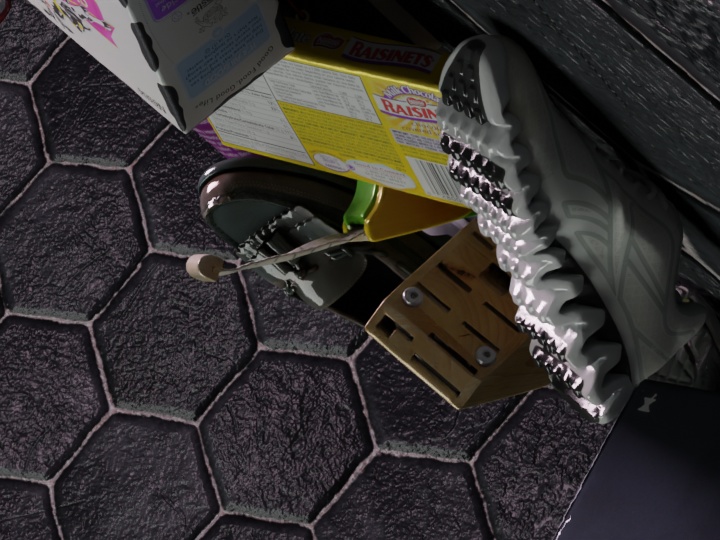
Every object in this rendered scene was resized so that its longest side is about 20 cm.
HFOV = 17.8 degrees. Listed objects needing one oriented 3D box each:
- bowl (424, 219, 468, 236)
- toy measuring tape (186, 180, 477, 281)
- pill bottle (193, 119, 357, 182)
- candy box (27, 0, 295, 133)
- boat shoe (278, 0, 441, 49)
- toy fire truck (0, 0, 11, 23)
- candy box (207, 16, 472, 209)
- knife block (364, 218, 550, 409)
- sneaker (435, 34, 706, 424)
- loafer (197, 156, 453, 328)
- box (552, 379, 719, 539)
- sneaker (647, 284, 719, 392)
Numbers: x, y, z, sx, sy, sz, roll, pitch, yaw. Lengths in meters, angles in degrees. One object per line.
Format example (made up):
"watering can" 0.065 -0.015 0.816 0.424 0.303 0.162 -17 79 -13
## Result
"bowl" 0.063 -0.014 2.120 0.201 0.090 0.201 40 180 0
"toy measuring tape" 0.000 -0.049 1.186 0.074 0.200 0.074 165 90 -69
"pill bottle" -0.058 -0.122 1.248 0.200 0.112 0.112 40 179 -32
"candy box" -0.129 -0.182 1.035 0.168 0.072 0.200 39 163 36
"boat shoe" -0.051 -0.153 1.131 0.201 0.063 0.074 42 180 -21
"toy fire truck" -0.247 -0.243 1.310 0.200 0.168 0.112 41 179 -26
"candy box" -0.001 -0.078 1.108 0.200 0.026 0.102 16 151 30
"knife block" 0.078 0.027 1.198 0.064 0.200 0.176 40 149 15
"sneaker" 0.094 -0.028 1.023 0.075 0.081 0.200 46 165 55
"loafer" 0.000 0.000 1.248 0.200 0.072 0.063 23 -128 -31
"box" 0.236 0.164 1.158 0.197 0.124 0.200 43 160 -32
"sneaker" 0.187 0.050 1.313 0.085 0.074 0.200 27 -173 -16
